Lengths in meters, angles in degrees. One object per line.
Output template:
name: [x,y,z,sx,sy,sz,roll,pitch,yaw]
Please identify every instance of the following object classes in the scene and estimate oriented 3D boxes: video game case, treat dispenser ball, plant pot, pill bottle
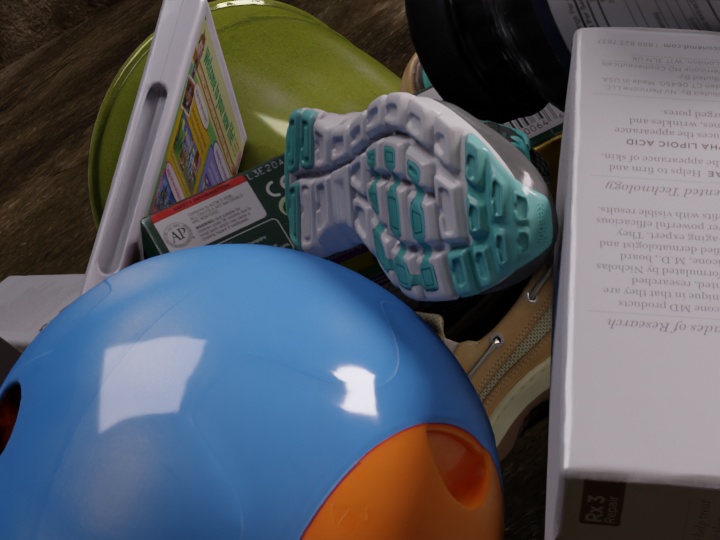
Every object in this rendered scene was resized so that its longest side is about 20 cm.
video game case: [-0.096,-0.015,1.005,0.200,0.022,0.183,80,-157,-75]
treat dispenser ball: [-0.045,0.091,0.776,0.200,0.201,0.201,-30,16,10]
plant pot: [-0.027,-0.045,1.193,0.200,0.201,0.193,-38,28,-17]
pill bottle: [0.120,-0.122,0.817,0.199,0.112,0.112,-15,24,37]

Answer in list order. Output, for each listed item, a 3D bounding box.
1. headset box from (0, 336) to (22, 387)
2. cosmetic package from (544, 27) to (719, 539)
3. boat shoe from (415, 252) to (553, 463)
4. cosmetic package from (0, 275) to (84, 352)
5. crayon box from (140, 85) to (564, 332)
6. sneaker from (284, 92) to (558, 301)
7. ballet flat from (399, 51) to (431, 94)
headset box: [-0.213,0.094,0.874,0.200,0.077,0.149,-4,53,55]
cosmetic package: [0.103,0.018,0.736,0.074,0.102,0.201,2,52,3]
boat shoe: [0.038,0.051,0.955,0.200,0.076,0.072,-41,18,-24]
cosmetic package: [-0.180,0.061,1.276,0.074,0.102,0.200,-39,18,-22]
crayon box: [0.000,0.000,0.981,0.199,0.058,0.173,-25,-26,-16]
sneaker: [0.039,-0.036,0.813,0.091,0.078,0.200,-6,12,-20]
ballet flat: [0.108,-0.114,1.040,0.199,0.069,0.063,-17,-7,-14]
